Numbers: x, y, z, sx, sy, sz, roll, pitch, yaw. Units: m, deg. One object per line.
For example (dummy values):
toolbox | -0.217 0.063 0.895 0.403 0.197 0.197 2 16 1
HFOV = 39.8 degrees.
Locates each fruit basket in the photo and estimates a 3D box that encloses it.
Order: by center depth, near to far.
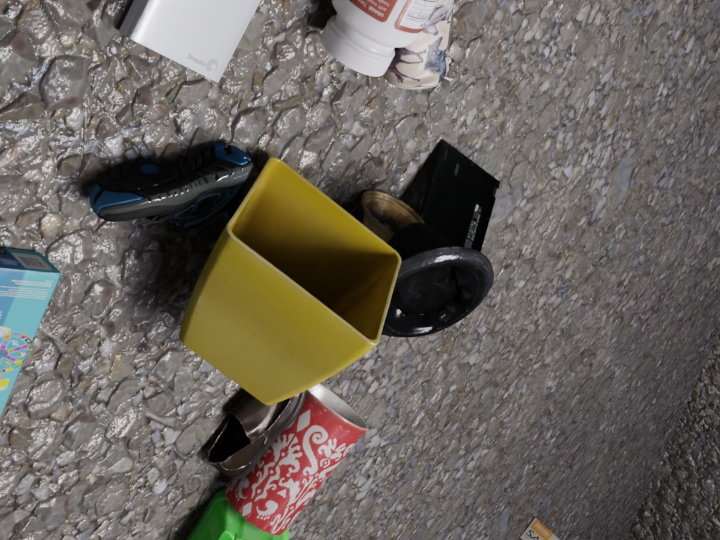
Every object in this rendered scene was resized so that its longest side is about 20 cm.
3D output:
fruit basket | -0.201 0.443 1.498 0.217 0.154 0.216 -53 -168 16

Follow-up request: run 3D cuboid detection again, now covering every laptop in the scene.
laptop | 0.131 -0.056 1.498 0.199 0.115 0.190 30 68 -33

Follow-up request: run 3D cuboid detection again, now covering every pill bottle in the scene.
pill bottle | 0.036 -0.319 1.078 0.111 0.112 0.201 -8 138 -49

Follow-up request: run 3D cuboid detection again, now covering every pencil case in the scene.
pencil case | 0.080 -0.321 1.186 0.088 0.078 0.203 -9 129 -24

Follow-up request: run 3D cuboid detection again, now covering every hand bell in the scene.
hand bell | 0.000 0.000 1.391 0.103 0.104 0.201 -5 135 -51

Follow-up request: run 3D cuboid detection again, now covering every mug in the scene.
mug | -0.086 0.279 1.463 0.201 0.133 0.177 -54 140 1

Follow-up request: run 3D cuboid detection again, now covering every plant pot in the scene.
plant pot | -0.093 0.029 1.136 0.177 0.199 0.201 -48 -169 28

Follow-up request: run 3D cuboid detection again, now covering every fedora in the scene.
fedora | 0.078 0.003 1.296 0.197 0.093 0.202 -14 148 -9

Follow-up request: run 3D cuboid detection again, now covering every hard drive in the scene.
hard drive | -0.139 -0.296 0.967 0.131 0.027 0.202 16 106 -57

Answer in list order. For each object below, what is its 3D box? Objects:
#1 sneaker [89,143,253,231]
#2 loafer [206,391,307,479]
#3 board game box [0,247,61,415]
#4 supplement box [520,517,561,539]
sneaker | -0.196 -0.073 1.053 0.198 0.073 0.083 -18 135 -43
loafer | -0.143 0.204 1.377 0.202 0.073 0.071 -59 150 6
board game box | -0.393 0.073 0.948 0.150 0.047 0.202 8 112 -56
supplement box | 0.526 0.772 2.753 0.074 0.126 0.200 -48 147 -7
